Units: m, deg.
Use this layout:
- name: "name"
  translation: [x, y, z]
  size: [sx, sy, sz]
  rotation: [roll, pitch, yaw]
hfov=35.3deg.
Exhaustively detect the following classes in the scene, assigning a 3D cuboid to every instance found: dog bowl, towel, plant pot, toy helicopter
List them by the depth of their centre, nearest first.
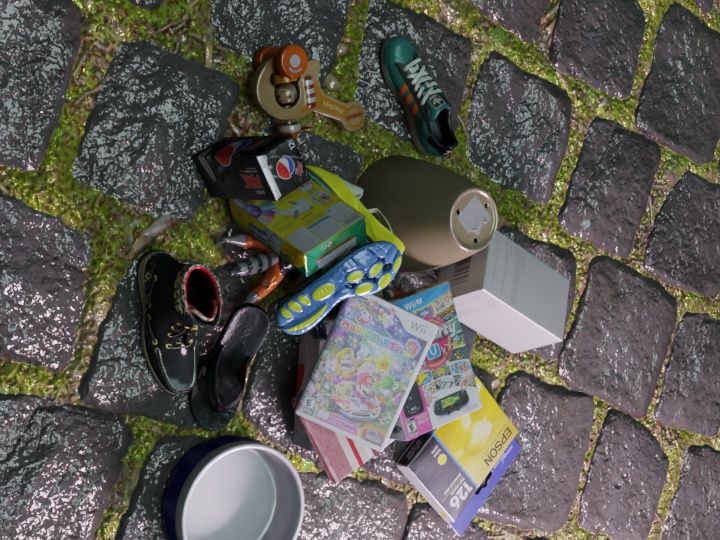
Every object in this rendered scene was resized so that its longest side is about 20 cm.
- name: "dog bowl"
  translation: [-0.184, 0.343, 1.635]
  size: [0.198, 0.078, 0.203]
  rotation: [-3, 95, -33]
- name: "toy helicopter"
  translation: [-0.075, -0.241, 1.660]
  size: [0.198, 0.078, 0.134]
  rotation: [17, 86, -37]
- name: "towel"
  translation: [0.003, 0.205, 1.699]
  size: [0.199, 0.023, 0.145]
  rotation: [-32, 104, -28]
- name: "plant pot"
  translation: [0.112, -0.082, 1.722]
  size: [0.185, 0.199, 0.190]
  rotation: [-3, 95, -33]

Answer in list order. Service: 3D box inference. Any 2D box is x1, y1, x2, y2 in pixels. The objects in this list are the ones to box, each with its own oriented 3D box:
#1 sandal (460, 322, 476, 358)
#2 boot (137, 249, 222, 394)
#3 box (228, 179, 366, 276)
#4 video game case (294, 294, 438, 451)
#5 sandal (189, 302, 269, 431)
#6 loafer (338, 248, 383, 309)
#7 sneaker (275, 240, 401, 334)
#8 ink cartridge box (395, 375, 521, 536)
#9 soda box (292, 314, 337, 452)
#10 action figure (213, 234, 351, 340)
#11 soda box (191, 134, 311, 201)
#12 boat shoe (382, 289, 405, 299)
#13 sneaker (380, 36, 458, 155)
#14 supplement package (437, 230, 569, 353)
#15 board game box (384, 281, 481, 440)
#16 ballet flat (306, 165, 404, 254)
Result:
- name: "sandal"
  translation: [0.146, 0.146, 1.862]
  size: [0.076, 0.043, 0.202]
  rotation: [35, 64, -30]
- name: "boot"
  translation: [-0.240, 0.078, 1.529]
  size: [0.073, 0.153, 0.206]
  rotation: [-13, 101, -31]
- name: "box"
  translation: [-0.098, -0.079, 1.601]
  size: [0.117, 0.199, 0.049]
  rotation: [-32, 140, -27]
- name: "video game case"
  translation: [0.009, 0.142, 1.630]
  size: [0.142, 0.018, 0.202]
  rotation: [24, 91, -7]
- name: "sandal"
  translation: [-0.188, 0.142, 1.600]
  size: [0.075, 0.048, 0.202]
  rotation: [17, 107, -19]
- name: "loafer"
  translation: [0.000, 0.000, 1.732]
  size: [0.069, 0.075, 0.203]
  rotation: [-15, 108, -31]
- name: "sneaker"
  translation: [-0.035, 0.014, 1.576]
  size: [0.198, 0.083, 0.071]
  rotation: [-31, 115, -2]
- name: "ink cartridge box"
  translation: [0.179, 0.313, 1.895]
  size: [0.200, 0.047, 0.198]
  rotation: [49, 67, -24]
- name: "soda box"
  translation: [-0.055, 0.170, 1.714]
  size: [0.068, 0.063, 0.203]
  rotation: [2, 93, -33]
- name: "action figure"
  translation: [-0.096, 0.007, 1.629]
  size: [0.191, 0.105, 0.202]
  rotation: [-16, 78, -14]
- name: "soda box"
  translation: [-0.151, -0.141, 1.541]
  size: [0.063, 0.199, 0.071]
  rotation: [-35, 112, -26]
- name: "boat shoe"
  translation: [0.054, 0.131, 1.783]
  size: [0.062, 0.071, 0.203]
  rotation: [7, 86, -36]
- name: "sneaker"
  translation: [0.101, -0.274, 1.768]
  size: [0.071, 0.080, 0.202]
  rotation: [-36, 112, -26]
- name: "supplement package"
  translation: [0.232, 0.036, 1.845]
  size: [0.199, 0.117, 0.118]
  rotation: [31, 57, -31]
- name: "board game box"
  translation: [0.086, 0.135, 1.703]
  size: [0.146, 0.064, 0.203]
  rotation: [-19, 95, -29]
- name: "ballet flat"
  translation: [-0.010, -0.085, 1.654]
  size: [0.067, 0.067, 0.200]
  rotation: [-34, 76, -29]
